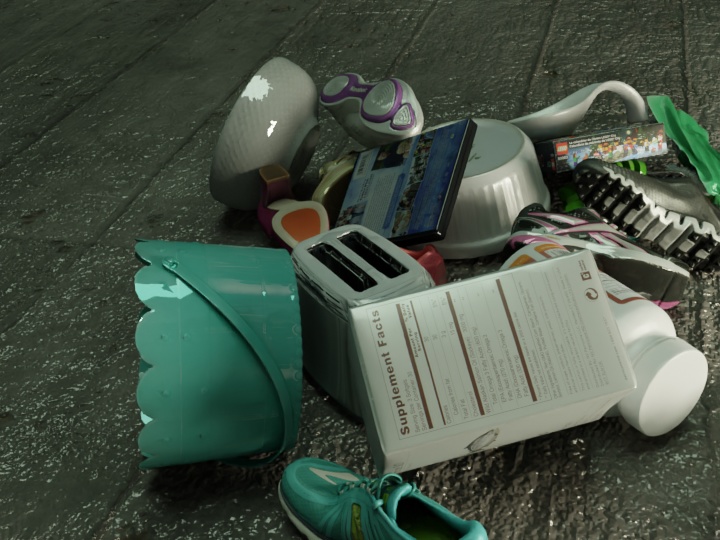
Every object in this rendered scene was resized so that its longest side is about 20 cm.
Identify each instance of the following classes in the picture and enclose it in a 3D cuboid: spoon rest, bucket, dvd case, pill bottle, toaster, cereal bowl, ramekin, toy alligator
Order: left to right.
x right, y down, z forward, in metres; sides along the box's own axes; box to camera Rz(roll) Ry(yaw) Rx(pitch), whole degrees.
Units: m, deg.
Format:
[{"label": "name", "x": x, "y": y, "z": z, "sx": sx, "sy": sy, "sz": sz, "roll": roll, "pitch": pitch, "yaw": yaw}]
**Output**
[{"label": "bucket", "x": -0.128, "y": 0.072, "z": 0.828, "sx": 0.133, "sy": 0.210, "sz": 0.208, "roll": -2, "pitch": 31, "yaw": -12}, {"label": "cereal bowl", "x": -0.108, "y": -0.162, "z": 1.215, "sx": 0.083, "sy": 0.201, "sz": 0.200, "roll": 28, "pitch": 38, "yaw": 6}, {"label": "toaster", "x": 0.000, "y": 0.044, "z": 0.919, "sx": 0.113, "sy": 0.131, "sz": 0.200, "roll": -20, "pitch": 35, "yaw": -25}, {"label": "dvd case", "x": 0.042, "y": -0.088, "z": 1.080, "sx": 0.199, "sy": 0.017, "sz": 0.144, "roll": -9, "pitch": 57, "yaw": 51}, {"label": "ramekin", "x": 0.128, "y": -0.107, "z": 1.154, "sx": 0.199, "sy": 0.095, "sz": 0.203, "roll": -9, "pitch": 33, "yaw": 6}, {"label": "spoon rest", "x": 0.278, "y": -0.206, "z": 1.221, "sx": 0.198, "sy": 0.062, "sz": 0.099, "roll": -12, "pitch": 7, "yaw": -24}, {"label": "toy alligator", "x": 0.291, "y": -0.106, "z": 1.192, "sx": 0.197, "sy": 0.055, "sz": 0.059, "roll": -11, "pitch": 32, "yaw": -10}, {"label": "pill bottle", "x": 0.215, "y": 0.062, "z": 0.880, "sx": 0.111, "sy": 0.113, "sz": 0.200, "roll": -20, "pitch": 36, "yaw": -24}]

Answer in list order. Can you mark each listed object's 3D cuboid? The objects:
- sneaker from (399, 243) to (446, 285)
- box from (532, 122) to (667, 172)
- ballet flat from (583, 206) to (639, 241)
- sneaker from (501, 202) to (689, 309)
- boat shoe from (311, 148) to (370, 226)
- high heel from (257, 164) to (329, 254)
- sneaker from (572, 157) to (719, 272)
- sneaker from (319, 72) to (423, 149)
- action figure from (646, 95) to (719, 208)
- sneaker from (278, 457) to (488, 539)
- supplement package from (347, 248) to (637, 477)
[{"label": "sneaker", "x": 0.000, "y": 0.000, "z": 1.028, "sx": 0.197, "sy": 0.088, "sz": 0.074, "roll": 2, "pitch": 32, "yaw": 11}, {"label": "box", "x": 0.283, "y": -0.154, "z": 1.203, "sx": 0.135, "sy": 0.038, "sz": 0.200, "roll": -10, "pitch": 7, "yaw": -3}, {"label": "ballet flat", "x": 0.255, "y": -0.044, "z": 1.096, "sx": 0.198, "sy": 0.070, "sz": 0.069, "roll": -23, "pitch": 36, "yaw": -27}, {"label": "sneaker", "x": 0.251, "y": -0.026, "z": 0.999, "sx": 0.197, "sy": 0.081, "sz": 0.087, "roll": 17, "pitch": 52, "yaw": -1}, {"label": "boat shoe", "x": -0.022, "y": -0.110, "z": 1.226, "sx": 0.064, "sy": 0.073, "sz": 0.200, "roll": 5, "pitch": 27, "yaw": 23}, {"label": "high heel", "x": -0.074, "y": -0.038, "z": 1.096, "sx": 0.066, "sy": 0.097, "sz": 0.201, "roll": -11, "pitch": 35, "yaw": -11}, {"label": "sneaker", "x": 0.325, "y": -0.078, "z": 1.064, "sx": 0.198, "sy": 0.067, "sz": 0.091, "roll": 28, "pitch": 50, "yaw": -6}, {"label": "sneaker", "x": 0.029, "y": -0.192, "z": 1.203, "sx": 0.075, "sy": 0.100, "sz": 0.200, "roll": -46, "pitch": 36, "yaw": -6}, {"label": "action figure", "x": 0.428, "y": -0.132, "z": 1.201, "sx": 0.117, "sy": 0.055, "sz": 0.201, "roll": 17, "pitch": 38, "yaw": -24}, {"label": "sneaker", "x": 0.020, "y": 0.186, "z": 0.737, "sx": 0.198, "sy": 0.081, "sz": 0.077, "roll": 18, "pitch": 38, "yaw": 33}, {"label": "supplement package", "x": 0.096, "y": 0.077, "z": 0.758, "sx": 0.197, "sy": 0.117, "sz": 0.119, "roll": -14, "pitch": 71, "yaw": -5}]
